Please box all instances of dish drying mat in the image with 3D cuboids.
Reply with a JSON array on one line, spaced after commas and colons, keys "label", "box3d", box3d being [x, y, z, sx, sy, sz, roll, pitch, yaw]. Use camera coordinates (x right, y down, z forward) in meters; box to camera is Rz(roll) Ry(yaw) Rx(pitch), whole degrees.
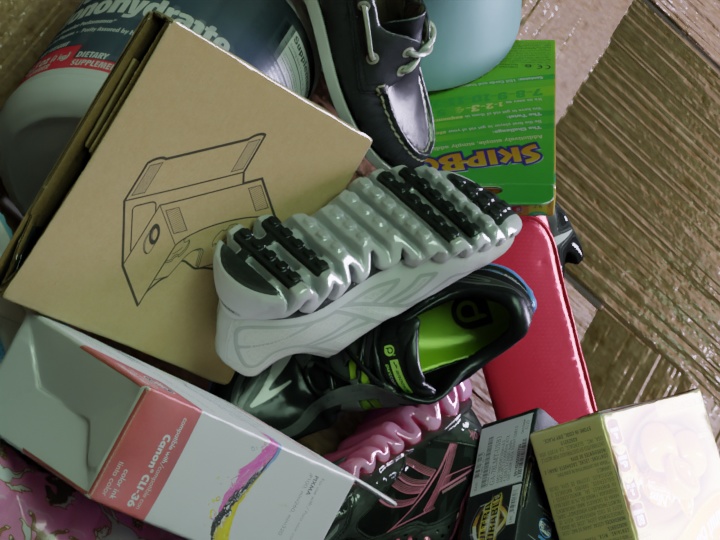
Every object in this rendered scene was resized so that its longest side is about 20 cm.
[{"label": "dish drying mat", "box3d": [0.106, 0.062, 1.720, 0.077, 0.018, 0.200, -25, 107, -35]}]

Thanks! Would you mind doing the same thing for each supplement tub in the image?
[{"label": "supplement tub", "box3d": [-0.106, -0.106, 1.638, 0.140, 0.140, 0.200, 39, 48, -11]}]

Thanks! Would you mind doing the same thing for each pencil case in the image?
[{"label": "pencil case", "box3d": [-0.134, 0.166, 1.500, 0.200, 0.083, 0.087, 31, 34, -18]}]

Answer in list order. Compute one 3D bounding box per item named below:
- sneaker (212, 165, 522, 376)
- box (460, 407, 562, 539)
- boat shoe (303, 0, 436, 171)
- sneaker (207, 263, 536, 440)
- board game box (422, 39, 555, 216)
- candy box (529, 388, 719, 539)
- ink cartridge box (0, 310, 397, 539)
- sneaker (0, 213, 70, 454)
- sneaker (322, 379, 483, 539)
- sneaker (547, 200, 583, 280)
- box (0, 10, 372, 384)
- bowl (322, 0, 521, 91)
[{"label": "sneaker", "box3d": [0.000, 0.000, 1.585, 0.200, 0.081, 0.075, -17, 47, -33]}, {"label": "box", "box3d": [0.130, 0.213, 1.653, 0.200, 0.050, 0.199, 41, 46, -33]}, {"label": "boat shoe", "box3d": [0.009, -0.144, 1.641, 0.074, 0.060, 0.200, -61, 135, -56]}, {"label": "sneaker", "box3d": [0.005, 0.046, 1.628, 0.199, 0.083, 0.071, -20, 98, -4]}, {"label": "board game box", "box3d": [0.071, -0.085, 1.755, 0.095, 0.030, 0.200, 0, 30, 4]}, {"label": "candy box", "box3d": [0.172, 0.174, 1.639, 0.115, 0.055, 0.200, -9, 81, -53]}, {"label": "ink cartridge box", "box3d": [-0.088, 0.100, 1.507, 0.200, 0.116, 0.068, 28, 90, -43]}, {"label": "sneaker", "box3d": [-0.226, 0.009, 1.530, 0.081, 0.077, 0.200, -32, 82, -37]}, {"label": "sneaker", "box3d": [0.016, 0.136, 1.641, 0.200, 0.079, 0.095, -37, 100, -42]}, {"label": "sneaker", "box3d": [0.069, 0.016, 1.742, 0.098, 0.071, 0.200, 52, 53, -13]}, {"label": "box", "box3d": [-0.090, -0.033, 1.522, 0.021, 0.164, 0.200, 33, 3, 34]}, {"label": "bowl", "box3d": [0.020, -0.216, 1.782, 0.201, 0.105, 0.201, 11, 48, -12]}]
